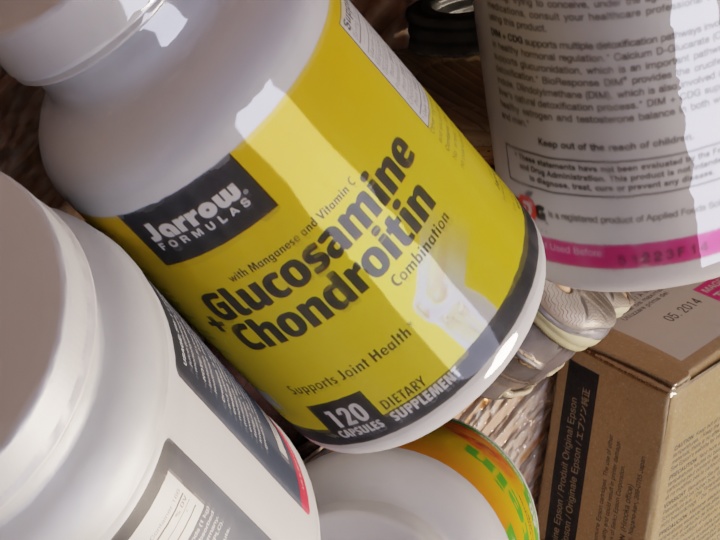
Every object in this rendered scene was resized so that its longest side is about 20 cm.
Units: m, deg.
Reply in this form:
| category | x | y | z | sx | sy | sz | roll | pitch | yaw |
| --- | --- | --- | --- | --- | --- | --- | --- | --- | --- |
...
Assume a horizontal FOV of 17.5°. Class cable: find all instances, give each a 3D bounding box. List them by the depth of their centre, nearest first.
| category | x | y | z | sx | sy | sz | roll | pitch | yaw |
| --- | --- | --- | --- | --- | --- | --- | --- | --- | --- |
| cable | 0.108 | -0.116 | 0.984 | 0.200 | 0.097 | 0.051 | -35 | 133 | -37 |

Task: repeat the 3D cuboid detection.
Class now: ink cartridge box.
| category | x | y | z | sx | sy | sz | roll | pitch | yaw |
| --- | --- | --- | --- | --- | --- | --- | --- | --- | --- |
| ink cartridge box | 0.181 | 0.080 | 1.254 | 0.199 | 0.075 | 0.166 | -27 | 132 | -43 |

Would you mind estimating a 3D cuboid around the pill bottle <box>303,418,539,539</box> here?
| category | x | y | z | sx | sy | sz | roll | pitch | yaw |
| --- | --- | --- | --- | --- | --- | --- | --- | --- | --- |
| pill bottle | 0.011 | 0.121 | 0.933 | 0.200 | 0.110 | 0.112 | -20 | 134 | -81 |

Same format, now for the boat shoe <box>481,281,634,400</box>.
| category | x | y | z | sx | sy | sz | roll | pitch | yaw |
| --- | --- | --- | --- | --- | --- | --- | --- | --- | --- |
| boat shoe | 0.068 | 0.012 | 1.021 | 0.073 | 0.075 | 0.200 | -39 | 175 | 10 |

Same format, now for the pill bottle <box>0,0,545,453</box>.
| category | x | y | z | sx | sy | sz | roll | pitch | yaw |
| --- | --- | --- | --- | --- | --- | --- | --- | --- | --- |
| pill bottle | -0.034 | -0.039 | 0.772 | 0.200 | 0.112 | 0.112 | 46 | 72 | -31 |

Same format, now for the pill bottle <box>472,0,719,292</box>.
| category | x | y | z | sx | sy | sz | roll | pitch | yaw |
| --- | --- | --- | --- | --- | --- | --- | --- | --- | --- |
| pill bottle | 0.097 | -0.104 | 0.860 | 0.113 | 0.113 | 0.202 | -32 | 122 | -40 |

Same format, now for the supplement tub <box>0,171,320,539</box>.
| category | x | y | z | sx | sy | sz | roll | pitch | yaw |
| --- | --- | --- | --- | --- | --- | --- | --- | --- | --- |
| supplement tub | -0.107 | 0.065 | 0.757 | 0.141 | 0.140 | 0.200 | -55 | 148 | -13 |

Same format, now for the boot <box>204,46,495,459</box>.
| category | x | y | z | sx | sy | sz | roll | pitch | yaw |
| --- | --- | --- | --- | --- | --- | --- | --- | --- | --- |
| boot | 0.000 | 0.000 | 0.961 | 0.199 | 0.072 | 0.167 | -25 | 146 | -50 |
